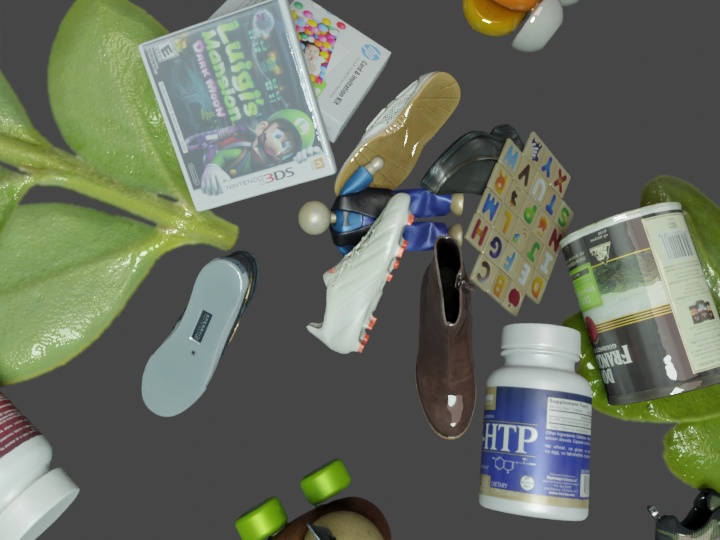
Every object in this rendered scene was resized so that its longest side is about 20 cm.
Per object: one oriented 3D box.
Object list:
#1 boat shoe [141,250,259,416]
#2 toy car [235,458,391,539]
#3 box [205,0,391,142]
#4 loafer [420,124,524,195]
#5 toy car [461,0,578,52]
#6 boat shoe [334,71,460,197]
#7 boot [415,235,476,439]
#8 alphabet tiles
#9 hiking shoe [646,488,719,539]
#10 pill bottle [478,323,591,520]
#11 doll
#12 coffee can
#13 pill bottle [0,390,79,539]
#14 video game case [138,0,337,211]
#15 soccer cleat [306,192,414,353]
[{"bbox_3d":[-0.174,0.071,0.783,0.070,0.091,0.201,31,103,2],"label":"boat shoe"},{"bbox_3d":[-0.033,0.295,0.677,0.157,0.200,0.165,-28,82,-12],"label":"toy car"},{"bbox_3d":[-0.080,-0.267,0.845,0.199,0.041,0.157,33,55,-4],"label":"box"},{"bbox_3d":[0.147,-0.121,0.814,0.199,0.073,0.073,-27,73,-43],"label":"loafer"},{"bbox_3d":[0.214,-0.404,0.885,0.174,0.150,0.201,37,76,3],"label":"toy car"},{"bbox_3d":[0.040,-0.164,0.859,0.200,0.069,0.071,-46,117,3],"label":"boat shoe"},{"bbox_3d":[0.092,0.078,0.752,0.071,0.167,0.203,-2,74,6],"label":"boot"},{"bbox_3d":[0.197,-0.055,0.828,0.166,0.006,0.202,37,72,-37],"label":"alphabet tiles"},{"bbox_3d":[0.434,0.303,0.792,0.197,0.076,0.102,-6,82,-7],"label":"hiking shoe"},{"bbox_3d":[0.198,0.167,0.773,0.118,0.120,0.203,7,76,-5],"label":"pill bottle"},{"bbox_3d":[0.023,-0.067,0.828,0.197,0.048,0.138,-2,102,-11],"label":"doll"},{"bbox_3d":[0.332,0.040,0.803,0.145,0.146,0.202,-13,79,-9],"label":"coffee can"},{"bbox_3d":[-0.393,0.187,0.707,0.200,0.110,0.110,44,77,4],"label":"pill bottle"},{"bbox_3d":[-0.139,-0.185,0.790,0.180,0.023,0.202,-14,105,12],"label":"video game case"},{"bbox_3d":[0.000,0.000,0.787,0.077,0.069,0.202,23,102,4],"label":"soccer cleat"}]
